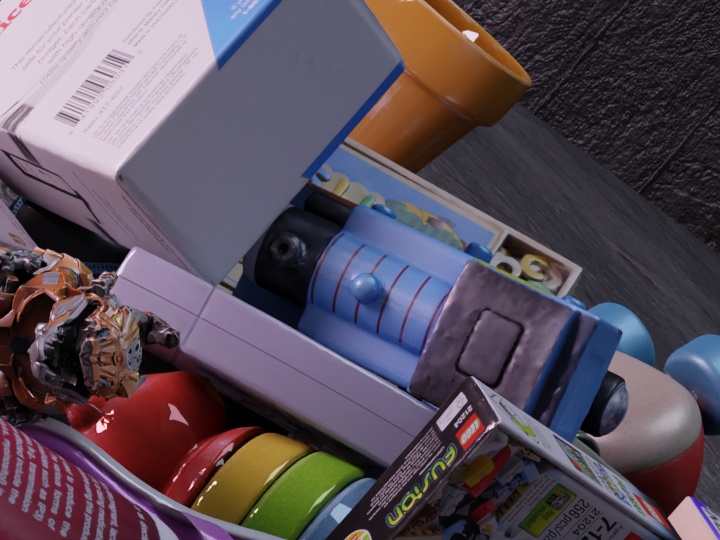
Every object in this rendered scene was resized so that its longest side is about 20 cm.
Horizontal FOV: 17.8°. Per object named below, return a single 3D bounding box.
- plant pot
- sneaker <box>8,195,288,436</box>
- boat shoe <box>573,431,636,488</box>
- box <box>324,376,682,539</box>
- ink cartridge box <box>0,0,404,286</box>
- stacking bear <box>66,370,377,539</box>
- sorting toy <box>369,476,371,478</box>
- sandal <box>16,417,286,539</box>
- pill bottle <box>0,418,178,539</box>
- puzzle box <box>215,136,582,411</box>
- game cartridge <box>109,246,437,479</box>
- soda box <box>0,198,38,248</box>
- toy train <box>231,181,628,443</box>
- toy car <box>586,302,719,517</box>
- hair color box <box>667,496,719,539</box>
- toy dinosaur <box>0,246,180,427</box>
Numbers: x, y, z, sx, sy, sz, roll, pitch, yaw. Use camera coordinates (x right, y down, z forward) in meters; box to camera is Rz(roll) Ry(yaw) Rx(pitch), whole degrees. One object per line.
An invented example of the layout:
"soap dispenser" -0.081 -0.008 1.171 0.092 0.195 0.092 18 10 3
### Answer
"plant pot" 0.020 -0.163 2.050 0.200 0.183 0.200 39 11 -9
"sneaker" -0.105 0.024 1.216 0.200 0.082 0.073 38 9 -21
"boat shoe" 0.108 0.116 1.304 0.072 0.062 0.200 59 -5 -35
"box" 0.019 0.145 0.879 0.110 0.200 0.035 33 13 -31
"ink cartridge box" -0.098 -0.093 1.103 0.200 0.146 0.084 24 -21 52
"stacking bear" -0.045 0.116 1.018 0.199 0.114 0.122 33 -12 17
"sorting toy" -0.002 0.067 1.287 0.200 0.069 0.199 55 -4 27
"sandal" -0.078 0.130 0.921 0.202 0.083 0.050 28 -3 2
"pill bottle" -0.129 0.108 0.756 0.200 0.113 0.113 35 13 -25
"puzzle box" 0.000 0.000 1.188 0.199 0.025 0.133 29 53 9
"game cartridge" -0.028 0.055 1.065 0.199 0.042 0.133 29 -4 -2
"soda box" -0.238 -0.053 1.115 0.200 0.064 0.068 48 13 32
"toy train" 0.030 0.021 1.070 0.199 0.087 0.114 27 -2 19
"toy car" 0.151 0.156 1.489 0.176 0.184 0.201 18 -53 48
"hair color box" 0.109 0.205 0.947 0.065 0.200 0.109 34 13 -30
"toy dinosaur" -0.147 0.029 0.925 0.135 0.103 0.200 -2 -14 -18
